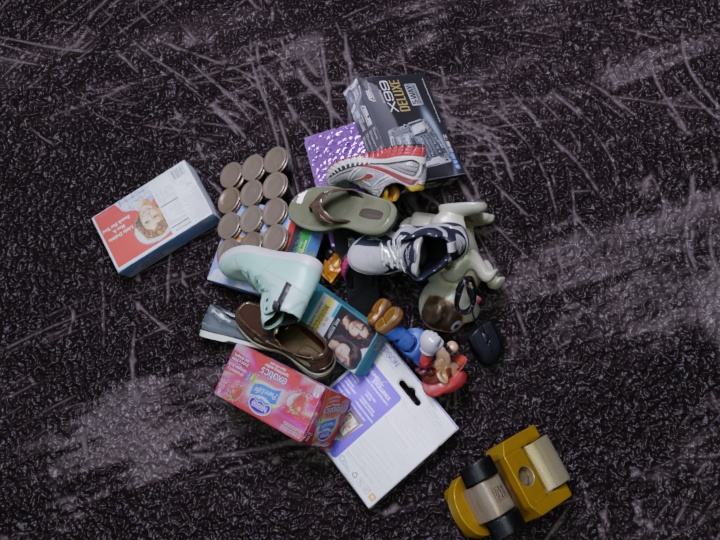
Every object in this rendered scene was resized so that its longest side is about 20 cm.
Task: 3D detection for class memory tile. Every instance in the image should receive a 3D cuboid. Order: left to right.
[{"bbox_3d":[-0.185,-0.109,1.558,0.151,0.017,0.203,-15,63,28],"label":"memory tile"}]

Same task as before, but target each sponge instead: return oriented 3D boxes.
[{"bbox_3d":[-0.020,-0.145,1.533,0.110,0.030,0.203,-16,77,7],"label":"sponge"}]

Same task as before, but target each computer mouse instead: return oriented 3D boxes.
[{"bbox_3d":[0.193,0.086,1.451,0.058,0.201,0.034,-34,42,-8],"label":"computer mouse"}]

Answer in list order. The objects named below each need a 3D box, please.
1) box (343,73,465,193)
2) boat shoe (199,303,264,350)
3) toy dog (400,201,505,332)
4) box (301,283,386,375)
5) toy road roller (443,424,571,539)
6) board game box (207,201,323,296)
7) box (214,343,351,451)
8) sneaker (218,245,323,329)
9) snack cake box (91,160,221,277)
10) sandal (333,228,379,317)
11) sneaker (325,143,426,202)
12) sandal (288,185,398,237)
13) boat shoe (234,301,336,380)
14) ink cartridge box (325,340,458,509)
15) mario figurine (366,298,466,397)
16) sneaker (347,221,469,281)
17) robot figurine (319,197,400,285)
[{"bbox_3d":[0.075,-0.235,1.543,0.156,0.050,0.203,-11,75,-37],"label":"box"},{"bbox_3d":[-0.180,0.101,1.547,0.196,0.073,0.063,9,85,14],"label":"boat shoe"},{"bbox_3d":[0.143,0.000,1.493,0.190,0.140,0.204,-2,81,7],"label":"toy dog"},{"bbox_3d":[-0.053,0.086,1.515,0.199,0.049,0.083,34,97,26],"label":"box"},{"bbox_3d":[0.222,0.349,1.442,0.198,0.146,0.124,-19,74,-35],"label":"toy road roller"},{"bbox_3d":[-0.162,-0.032,1.546,0.198,0.036,0.154,12,81,38],"label":"board game box"},{"bbox_3d":[-0.127,0.206,1.475,0.198,0.100,0.097,22,82,32],"label":"box"},{"bbox_3d":[-0.163,0.029,1.444,0.197,0.074,0.120,4,62,32],"label":"sneaker"},{"bbox_3d":[-0.361,-0.090,1.607,0.198,0.067,0.116,-31,79,1],"label":"snack cake box"},{"bbox_3d":[0.000,0.000,1.498,0.074,0.045,0.203,-7,117,5],"label":"sandal"},{"bbox_3d":[0.021,-0.147,1.443,0.198,0.077,0.084,-6,93,43],"label":"sneaker"},{"bbox_3d":[-0.032,-0.102,1.427,0.198,0.057,0.081,7,71,33],"label":"sandal"},{"bbox_3d":[-0.124,0.097,1.469,0.200,0.075,0.075,26,63,21],"label":"boat shoe"},{"bbox_3d":[0.030,0.253,1.506,0.199,0.043,0.199,-40,76,1],"label":"ink cartridge box"},{"bbox_3d":[0.107,0.114,1.451,0.105,0.124,0.200,-32,119,29],"label":"mario figurine"},{"bbox_3d":[0.065,-0.027,1.385,0.195,0.130,0.081,-2,97,13],"label":"sneaker"},{"bbox_3d":[-0.022,-0.084,1.567,0.144,0.058,0.201,39,87,12],"label":"robot figurine"}]
